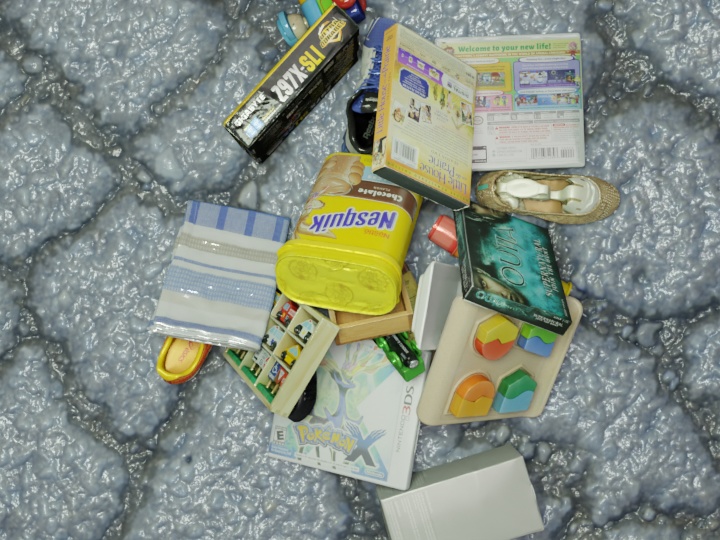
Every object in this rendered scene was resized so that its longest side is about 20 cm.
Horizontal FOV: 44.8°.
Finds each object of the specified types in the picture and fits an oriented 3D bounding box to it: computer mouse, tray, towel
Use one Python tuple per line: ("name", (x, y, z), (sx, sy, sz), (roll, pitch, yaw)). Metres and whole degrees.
("computer mouse", (-0.073, 0.099, 1.150), (0.034, 0.059, 0.200), (10, 83, -35))
("tray", (0.000, 0.000, 1.117), (0.098, 0.037, 0.200), (-12, 47, -1))
("towel", (-0.179, 0.003, 1.131), (0.147, 0.024, 0.200), (11, 63, 0))
("tray", (0.103, 0.045, 1.110), (0.022, 0.200, 0.108), (10, 90, 20))

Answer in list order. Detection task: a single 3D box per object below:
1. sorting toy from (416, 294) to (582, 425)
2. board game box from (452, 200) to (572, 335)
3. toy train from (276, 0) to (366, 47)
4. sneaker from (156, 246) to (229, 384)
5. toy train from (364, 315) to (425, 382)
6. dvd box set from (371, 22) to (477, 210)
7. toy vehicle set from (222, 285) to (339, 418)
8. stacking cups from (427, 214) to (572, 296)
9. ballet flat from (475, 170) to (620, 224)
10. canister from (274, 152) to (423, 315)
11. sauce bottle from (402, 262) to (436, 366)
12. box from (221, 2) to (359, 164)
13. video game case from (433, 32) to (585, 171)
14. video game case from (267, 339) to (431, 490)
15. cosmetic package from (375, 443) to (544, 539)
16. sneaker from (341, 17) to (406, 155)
("sorting toy", (0.183, 0.118, 1.116), (0.200, 0.036, 0.185), (4, 114, -31))
("board game box", (0.187, -0.010, 1.103), (0.135, 0.200, 0.028), (19, 124, -12))
("toy train", (-0.082, -0.405, 1.156), (0.116, 0.085, 0.200), (-25, 91, 12))
("sneaker", (-0.204, 0.058, 1.149), (0.073, 0.077, 0.200), (21, 80, -1))
("toy train", (0.020, 0.064, 1.121), (0.042, 0.056, 0.200), (-30, 49, -11))
("dvd box set", (0.084, -0.190, 1.095), (0.146, 0.029, 0.200), (19, 66, -35))
("toy vehicle set", (-0.105, 0.090, 1.098), (0.026, 0.200, 0.124), (30, 90, -29))
("stacking cups", (0.184, -0.008, 1.179), (0.200, 0.061, 0.061), (31, 89, 3))
("ballet flat", (0.256, -0.099, 1.170), (0.199, 0.065, 0.071), (1, 87, -3))
("canister", (-0.006, -0.052, 1.079), (0.148, 0.087, 0.200), (8, 47, 11))
("sauce bottle", (0.073, 0.088, 1.168), (0.066, 0.066, 0.200), (-24, 93, -1))
("box", (-0.083, -0.231, 1.112), (0.049, 0.160, 0.200), (43, 90, -2))
("video game case", (0.202, -0.227, 1.190), (0.199, 0.022, 0.183), (-2, 91, -1))
("video game case", (-0.017, 0.177, 1.152), (0.200, 0.022, 0.183), (9, 90, 20))
("cosmetic package", (0.130, 0.313, 1.161), (0.200, 0.090, 0.107), (-15, 92, -5))
("sneaker", (0.028, -0.231, 1.138), (0.080, 0.115, 0.200), (14, 90, -3))
